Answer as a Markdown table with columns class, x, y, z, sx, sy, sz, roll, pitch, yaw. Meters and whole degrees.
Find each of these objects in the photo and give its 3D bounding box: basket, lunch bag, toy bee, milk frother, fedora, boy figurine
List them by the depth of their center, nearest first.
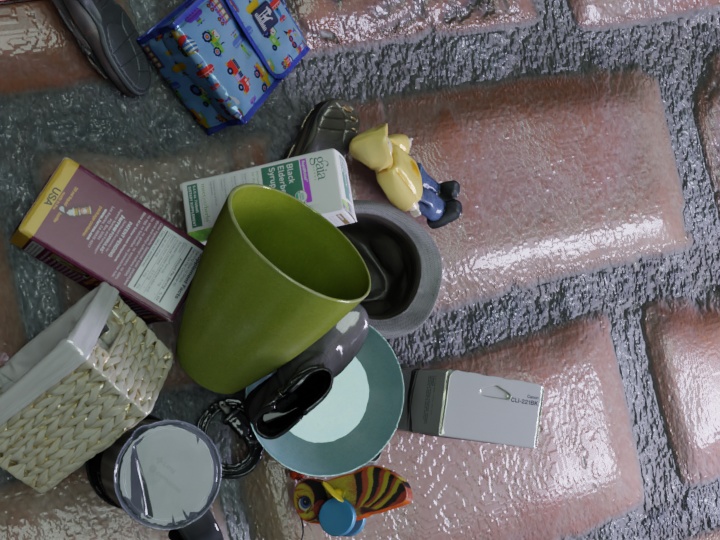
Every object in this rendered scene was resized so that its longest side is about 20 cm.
| class | x | y | z | sx | sy | sz | roll | pitch | yaw |
| --- | --- | --- | --- | --- | --- | --- | --- | --- | --- |
| basket | -0.318 | 0.133 | 1.106 | 0.200 | 0.136 | 0.123 | -37 | 109 | 22 |
| milk frother | -0.195 | 0.214 | 1.170 | 0.180 | 0.188 | 0.200 | 43 | 70 | -15 |
| toy bee | -0.042 | 0.290 | 1.278 | 0.199 | 0.131 | 0.109 | -23 | 70 | -14 |
| lunch bag | -0.158 | -0.298 | 1.292 | 0.151 | 0.094 | 0.200 | 54 | 56 | -24 |
| fedora | 0.000 | 0.000 | 1.331 | 0.199 | 0.090 | 0.178 | 17 | 79 | -24 |
| boy figurine | 0.058 | -0.137 | 1.345 | 0.200 | 0.064 | 0.125 | 38 | 41 | -43 |

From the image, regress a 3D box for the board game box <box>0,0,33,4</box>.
| class | x | y | z | sx | sy | sz | roll | pitch | yaw |
| --- | --- | --- | --- | --- | --- | --- | --- | --- | --- |
| board game box | -0.371 | -0.390 | 1.241 | 0.199 | 0.019 | 0.103 | -15 | 91 | -25 |

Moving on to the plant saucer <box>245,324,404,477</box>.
| class | x | y | z | sx | sy | sz | roll | pitch | yaw |
| --- | --- | --- | --- | --- | --- | --- | --- | --- | --- |
| plant saucer | -0.045 | 0.151 | 1.244 | 0.200 | 0.039 | 0.202 | 1 | 88 | -14 |

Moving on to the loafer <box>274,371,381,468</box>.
| class | x | y | z | sx | sy | sz | roll | pitch | yaw |
| --- | --- | --- | --- | --- | --- | --- | --- | --- | --- |
| loafer | -0.048 | 0.192 | 1.295 | 0.200 | 0.070 | 0.070 | 34 | 39 | -19 |

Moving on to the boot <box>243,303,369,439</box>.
| class | x | y | z | sx | sy | sz | roll | pitch | yaw |
| --- | --- | --- | --- | --- | --- | --- | --- | --- | --- |
| boot | -0.048 | 0.116 | 1.156 | 0.070 | 0.132 | 0.200 | 42 | 78 | -9 |

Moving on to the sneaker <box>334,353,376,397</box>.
| class | x | y | z | sx | sy | sz | roll | pitch | yaw |
| --- | --- | --- | --- | --- | --- | --- | --- | --- | --- |
| sneaker | -0.071 | 0.096 | 1.299 | 0.200 | 0.079 | 0.079 | 40 | 79 | -11 |

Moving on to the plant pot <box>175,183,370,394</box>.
| class | x | y | z | sx | sy | sz | roll | pitch | yaw |
| --- | --- | --- | --- | --- | --- | --- | --- | --- | --- |
| plant pot | -0.121 | 0.038 | 1.137 | 0.187 | 0.187 | 0.200 | 31 | 115 | -19 |

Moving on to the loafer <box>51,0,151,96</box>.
| class | x | y | z | sx | sy | sz | roll | pitch | yaw |
| --- | --- | --- | --- | --- | --- | --- | --- | --- | --- |
| loafer | -0.327 | -0.302 | 1.231 | 0.201 | 0.063 | 0.072 | 64 | 33 | -24 |

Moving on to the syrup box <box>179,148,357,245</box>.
| class | x | y | z | sx | sy | sz | roll | pitch | yaw |
| --- | --- | --- | --- | --- | --- | --- | --- | --- | --- |
| syrup box | -0.111 | -0.084 | 1.238 | 0.199 | 0.081 | 0.079 | -12 | 79 | 10 |

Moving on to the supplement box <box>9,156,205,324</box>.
| class | x | y | z | sx | sy | sz | roll | pitch | yaw |
| --- | --- | --- | --- | --- | --- | --- | --- | --- | --- |
| supplement box | -0.294 | -0.029 | 1.180 | 0.200 | 0.131 | 0.103 | 34 | 73 | -18 |

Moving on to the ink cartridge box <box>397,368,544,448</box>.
| class | x | y | z | sx | sy | sz | roll | pitch | yaw |
| --- | --- | --- | --- | --- | --- | --- | --- | --- | --- |
| ink cartridge box | 0.123 | 0.177 | 1.310 | 0.144 | 0.200 | 0.084 | 11 | 80 | -22 |

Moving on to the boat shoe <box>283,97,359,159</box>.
| class | x | y | z | sx | sy | sz | roll | pitch | yaw |
| --- | --- | --- | --- | --- | --- | --- | --- | --- | --- |
| boat shoe | -0.066 | -0.133 | 1.327 | 0.074 | 0.073 | 0.201 | 26 | 95 | -28 |
